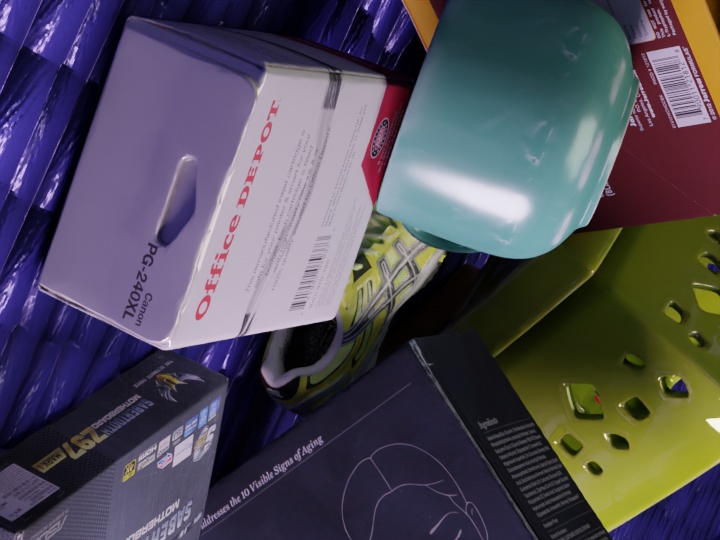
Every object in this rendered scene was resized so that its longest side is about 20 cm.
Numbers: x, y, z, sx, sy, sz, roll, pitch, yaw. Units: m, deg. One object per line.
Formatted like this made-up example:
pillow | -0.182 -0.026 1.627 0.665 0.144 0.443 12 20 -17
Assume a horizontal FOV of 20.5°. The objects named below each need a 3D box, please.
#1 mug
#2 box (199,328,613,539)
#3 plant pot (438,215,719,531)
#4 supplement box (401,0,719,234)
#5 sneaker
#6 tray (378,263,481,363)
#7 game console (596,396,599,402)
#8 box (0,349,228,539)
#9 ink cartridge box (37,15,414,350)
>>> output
mug | 0.087 -0.083 1.118 0.185 0.114 0.152 62 47 -86
box | 0.029 0.172 1.212 0.200 0.197 0.124 -37 170 19
plant pot | 0.179 0.034 1.366 0.200 0.181 0.199 -44 -173 44
supplement box | 0.165 -0.142 1.211 0.133 0.200 0.198 -47 119 -41
sneaker | 0.000 0.000 1.233 0.200 0.075 0.076 -68 161 2
tray | 0.070 0.070 1.444 0.200 0.098 0.037 -43 150 -47
game console | 0.207 0.128 1.813 0.172 0.118 0.201 -10 122 -65
box | -0.151 0.150 1.059 0.200 0.051 0.158 -34 143 -55
ink cartridge box | -0.063 -0.047 1.015 0.200 0.083 0.146 -7 119 -67
